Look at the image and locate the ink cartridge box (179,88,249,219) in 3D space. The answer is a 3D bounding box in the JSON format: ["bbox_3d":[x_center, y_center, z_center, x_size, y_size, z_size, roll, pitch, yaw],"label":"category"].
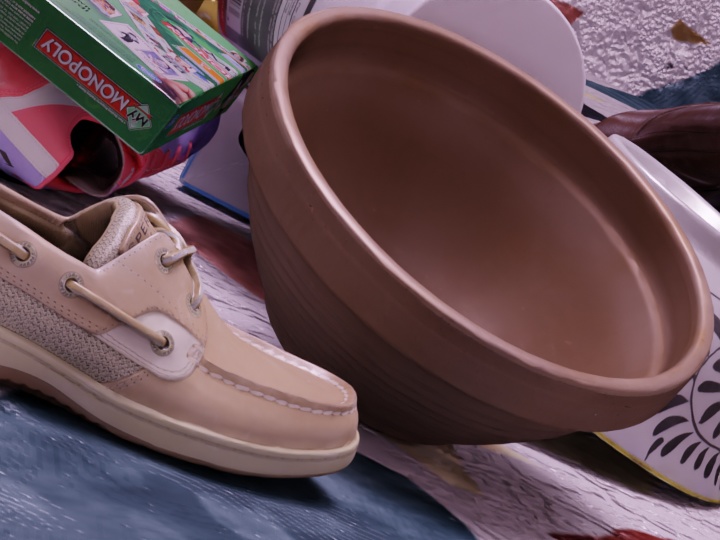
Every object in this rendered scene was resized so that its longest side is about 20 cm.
[{"bbox_3d":[-0.010,-0.056,1.497,0.115,0.068,0.200,28,9,3],"label":"ink cartridge box"}]

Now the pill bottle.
[{"bbox_3d":[0.017,-0.098,1.290,0.116,0.116,0.200,22,8,-24],"label":"pill bottle"}]

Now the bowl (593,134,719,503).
[{"bbox_3d":[0.116,0.003,1.311,0.201,0.094,0.201,39,10,-8],"label":"bowl"}]

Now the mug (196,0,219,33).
[{"bbox_3d":[-0.132,-0.174,1.552,0.153,0.150,0.187,-3,15,-17],"label":"mug"}]

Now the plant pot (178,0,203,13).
[{"bbox_3d":[-0.149,-0.162,1.415,0.200,0.200,0.142,29,-15,13],"label":"plant pot"}]

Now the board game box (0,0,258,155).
[{"bbox_3d":[-0.142,-0.130,1.243,0.200,0.029,0.135,39,15,3],"label":"board game box"}]

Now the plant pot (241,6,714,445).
[{"bbox_3d":[0.028,0.000,1.124,0.201,0.093,0.201,28,30,-18],"label":"plant pot"}]

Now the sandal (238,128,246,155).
[{"bbox_3d":[0.000,0.000,1.329,0.075,0.045,0.200,6,36,-50],"label":"sandal"}]

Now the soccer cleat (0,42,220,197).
[{"bbox_3d":[-0.111,-0.059,1.287,0.076,0.067,0.200,53,16,19],"label":"soccer cleat"}]

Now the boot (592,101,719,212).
[{"bbox_3d":[0.227,-0.064,1.506,0.186,0.064,0.200,-7,-1,-28],"label":"boot"}]

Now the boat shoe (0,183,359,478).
[{"bbox_3d":[-0.080,0.010,0.945,0.200,0.065,0.072,23,10,-22],"label":"boat shoe"}]
